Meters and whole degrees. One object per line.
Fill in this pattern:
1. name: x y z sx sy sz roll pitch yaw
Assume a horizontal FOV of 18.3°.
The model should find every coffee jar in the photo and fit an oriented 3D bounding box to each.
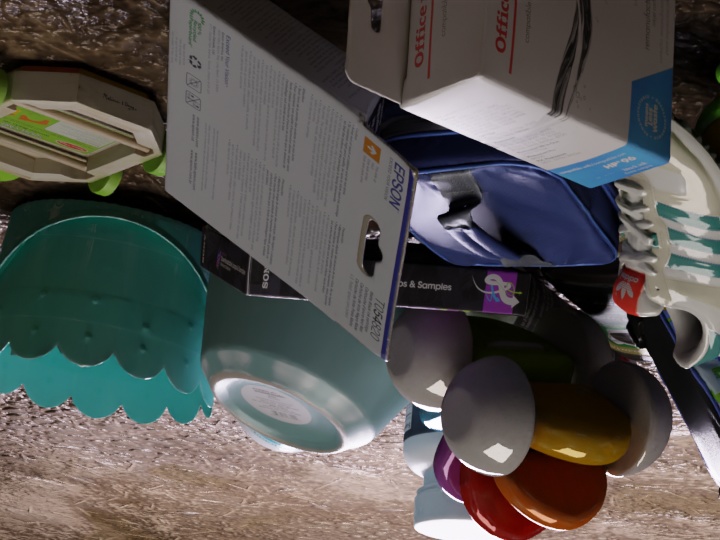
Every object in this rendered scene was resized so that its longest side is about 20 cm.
1. coffee jar: 0.212 0.007 1.701 0.104 0.086 0.200 2 161 23

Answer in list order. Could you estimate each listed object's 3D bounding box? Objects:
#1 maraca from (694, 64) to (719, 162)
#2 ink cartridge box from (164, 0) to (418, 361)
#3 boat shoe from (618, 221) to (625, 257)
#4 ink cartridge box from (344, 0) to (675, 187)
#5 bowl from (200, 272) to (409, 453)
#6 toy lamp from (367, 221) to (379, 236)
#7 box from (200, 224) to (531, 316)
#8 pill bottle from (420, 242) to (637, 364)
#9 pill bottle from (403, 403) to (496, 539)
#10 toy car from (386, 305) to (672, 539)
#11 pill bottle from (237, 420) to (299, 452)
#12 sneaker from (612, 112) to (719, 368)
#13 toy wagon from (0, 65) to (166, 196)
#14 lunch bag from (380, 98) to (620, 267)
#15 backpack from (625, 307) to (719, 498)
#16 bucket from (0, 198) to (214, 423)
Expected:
1. maraca: 0.274 -0.087 1.375 0.137 0.107 0.200 3 160 9
2. ink cartridge box: -0.037 -0.065 1.372 0.200 0.041 0.200 39 148 20
3. boat shoe: 0.155 -0.048 1.567 0.202 0.075 0.075 -9 159 36
4. ink cartridge box: 0.088 -0.134 1.264 0.200 0.116 0.068 19 156 -39
5. bowl: -0.041 0.067 1.701 0.200 0.105 0.201 20 156 9
6. toy lamp: -0.009 -0.034 1.687 0.200 0.058 0.058 -14 154 39
7. box: 0.000 0.000 1.551 0.199 0.036 0.143 6 -174 -17
8. pill bottle: 0.118 0.058 1.783 0.200 0.111 0.111 38 148 -23
9. pill bottle: 0.097 0.123 1.896 0.119 0.201 0.120 4 162 1
10. toy car: 0.111 0.113 1.614 0.175 0.150 0.200 4 -155 -31
11. pill bottle: -0.041 0.088 1.969 0.110 0.111 0.200 10 162 -15
12. sneaker: 0.190 -0.020 1.391 0.200 0.093 0.070 53 174 -31
13. toy wagon: -0.232 -0.095 1.586 0.155 0.040 0.200 20 157 -37
14. lunch bag: 0.089 -0.075 1.416 0.135 0.133 0.200 -4 160 24
15. backpack: 0.310 0.038 1.525 0.200 0.183 0.147 -24 165 -12
16. bucket: -0.206 0.034 1.789 0.207 0.135 0.207 8 164 2
